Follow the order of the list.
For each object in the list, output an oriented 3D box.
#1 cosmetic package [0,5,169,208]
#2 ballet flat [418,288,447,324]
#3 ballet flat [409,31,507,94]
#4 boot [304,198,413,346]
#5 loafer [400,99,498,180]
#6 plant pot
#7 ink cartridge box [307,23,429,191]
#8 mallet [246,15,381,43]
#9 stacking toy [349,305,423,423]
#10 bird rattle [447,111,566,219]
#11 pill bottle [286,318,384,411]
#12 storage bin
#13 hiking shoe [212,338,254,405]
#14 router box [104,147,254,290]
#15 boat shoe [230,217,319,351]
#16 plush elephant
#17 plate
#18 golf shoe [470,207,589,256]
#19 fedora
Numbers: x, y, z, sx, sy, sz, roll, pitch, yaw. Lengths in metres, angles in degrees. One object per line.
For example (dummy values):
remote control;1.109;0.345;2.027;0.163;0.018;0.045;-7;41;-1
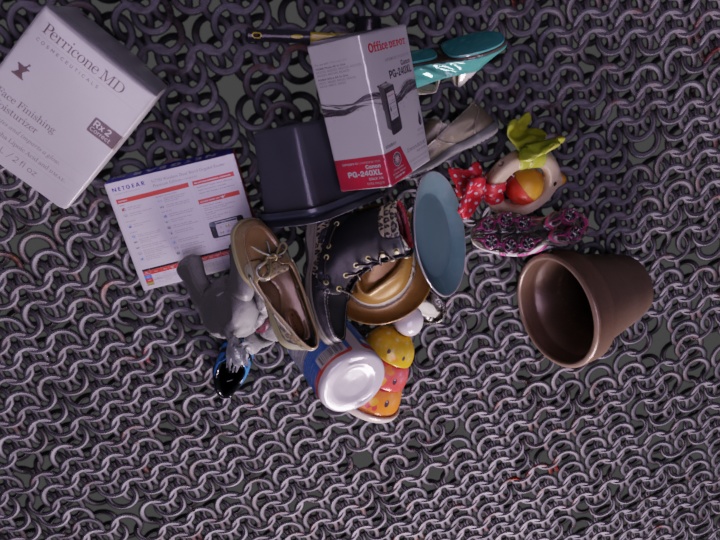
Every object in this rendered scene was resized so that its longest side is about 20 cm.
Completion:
cosmetic package;-0.392;-0.225;0.889;0.165;0.165;0.200;38;101;-21
ballet flat;0.071;0.031;1.117;0.200;0.072;0.072;33;103;-19
ballet flat;0.124;-0.310;1.003;0.200;0.067;0.070;-14;137;-3
boot;-0.001;-0.001;0.954;0.154;0.073;0.204;-12;72;23
loafer;0.116;-0.204;1.038;0.200;0.075;0.070;-28;100;-1
plant pot;0.398;0.049;1.128;0.174;0.200;0.201;-14;114;-23
ink cartridge box;0.017;-0.228;0.909;0.083;0.145;0.200;-1;113;31
mallet;-0.066;-0.335;0.972;0.200;0.041;0.066;-6;109;-2
stacking toy;0.040;0.141;1.106;0.146;0.146;0.200;23;109;-17
bird rattle;0.250;-0.143;1.065;0.163;0.113;0.200;33;107;-36
pill bottle;-0.054;0.124;1.053;0.112;0.200;0.112;-14;123;-22
storage bin;-0.073;-0.150;0.967;0.145;0.200;0.135;-3;104;34
hiking shoe;-0.196;0.123;1.098;0.074;0.087;0.200;14;108;-14
router box;-0.268;-0.080;1.028;0.200;0.049;0.180;-14;113;-4
boat shoe;-0.109;0.018;0.895;0.073;0.063;0.200;-34;108;-25
plush elephant;-0.157;0.051;0.998;0.165;0.155;0.200;-26;72;31
plate;0.119;-0.057;1.042;0.026;0.200;0.200;-5;117;31
golf shoe;0.274;-0.057;1.100;0.200;0.092;0.073;-4;80;-12
fedora;0.027;-0.014;1.044;0.200;0.082;0.201;-1;82;5
